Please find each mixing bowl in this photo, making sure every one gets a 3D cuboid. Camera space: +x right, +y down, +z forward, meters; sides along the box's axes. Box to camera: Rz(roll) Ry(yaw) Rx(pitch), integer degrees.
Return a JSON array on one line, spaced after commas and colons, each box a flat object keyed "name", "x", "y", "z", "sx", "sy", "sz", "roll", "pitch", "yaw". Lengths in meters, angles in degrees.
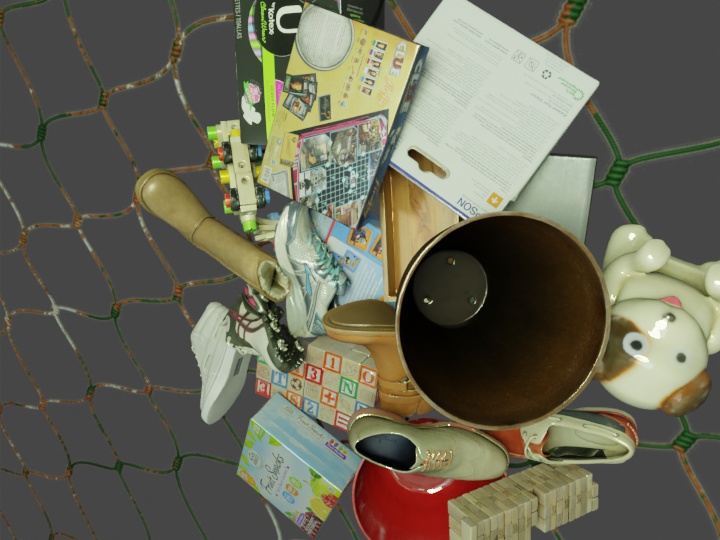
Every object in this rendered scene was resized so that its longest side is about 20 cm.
[{"name": "mixing bowl", "x": 0.089, "y": 0.277, "z": 0.771, "sx": 0.199, "sy": 0.108, "sz": 0.201, "roll": 0, "pitch": 100, "yaw": 1}]

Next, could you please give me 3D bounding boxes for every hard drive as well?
[{"name": "hard drive", "x": 0.195, "y": -0.039, "z": 0.684, "sx": 0.139, "sy": 0.033, "sz": 0.201, "roll": 9, "pitch": 109, "yaw": 24}]

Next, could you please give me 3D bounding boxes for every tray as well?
[{"name": "tray", "x": 0.076, "y": -0.063, "z": 0.702, "sx": 0.098, "sy": 0.037, "sz": 0.201, "roll": 0, "pitch": 97, "yaw": 23}]

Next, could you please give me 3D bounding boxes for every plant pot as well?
[{"name": "plant pot", "x": 0.114, "y": 0.033, "z": 0.578, "sx": 0.186, "sy": 0.200, "sz": 0.188, "roll": -1, "pitch": 97, "yaw": -4}]

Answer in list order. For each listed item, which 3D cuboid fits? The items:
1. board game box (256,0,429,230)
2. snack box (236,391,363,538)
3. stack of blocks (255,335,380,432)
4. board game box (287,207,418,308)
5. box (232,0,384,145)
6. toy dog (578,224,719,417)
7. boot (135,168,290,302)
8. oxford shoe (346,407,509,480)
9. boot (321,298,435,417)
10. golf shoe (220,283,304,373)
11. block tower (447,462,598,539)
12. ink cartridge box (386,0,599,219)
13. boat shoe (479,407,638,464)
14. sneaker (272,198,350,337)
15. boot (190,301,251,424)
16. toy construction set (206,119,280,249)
[{"name": "board game box", "x": -0.025, "y": -0.162, "z": 0.616, "sx": 0.135, "sy": 0.035, "sz": 0.201, "roll": 27, "pitch": 114, "yaw": 15}, {"name": "snack box", "x": -0.100, "y": 0.305, "z": 0.884, "sx": 0.168, "sy": 0.068, "sz": 0.200, "roll": 35, "pitch": 136, "yaw": 12}, {"name": "stack of blocks", "x": -0.057, "y": 0.155, "z": 0.854, "sx": 0.199, "sy": 0.059, "sz": 0.116, "roll": 16, "pitch": 112, "yaw": 22}, {"name": "board game box", "x": 0.000, "y": 0.000, "z": 0.792, "sx": 0.200, "sy": 0.037, "sz": 0.152, "roll": 32, "pitch": 117, "yaw": 16}, {"name": "box", "x": -0.059, "y": -0.255, "z": 0.695, "sx": 0.148, "sy": 0.124, "sz": 0.201, "roll": 7, "pitch": 107, "yaw": 25}, {"name": "toy dog", "x": 0.281, "y": 0.058, "z": 0.572, "sx": 0.139, "sy": 0.200, "sz": 0.194, "roll": 35, "pitch": 117, "yaw": 14}, {"name": "boot", "x": -0.200, "y": -0.051, "z": 0.803, "sx": 0.200, "sy": 0.175, "sz": 0.066, "roll": 33, "pitch": 82, "yaw": 30}, {"name": "oxford shoe", "x": 0.080, "y": 0.217, "z": 0.668, "sx": 0.199, "sy": 0.074, "sz": 0.071, "roll": 10, "pitch": 98, "yaw": -1}, {"name": "boot", "x": 0.037, "y": 0.119, "z": 0.745, "sx": 0.077, "sy": 0.199, "sz": 0.156, "roll": -126, "pitch": 42, "yaw": -53}, {"name": "golf shoe", "x": -0.142, "y": 0.097, "z": 0.815, "sx": 0.088, "sy": 0.200, "sz": 0.077, "roll": -43, "pitch": 123, "yaw": 1}, {"name": "block tower", "x": 0.195, "y": 0.284, "z": 0.689, "sx": 0.058, "sy": 0.199, "sz": 0.054, "roll": 15, "pitch": 112, "yaw": 60}, {"name": "ink cartridge box", "x": 0.119, "y": -0.173, "z": 0.633, "sx": 0.199, "sy": 0.041, "sz": 0.200, "roll": 38, "pitch": 92, "yaw": 12}, {"name": "boat shoe", "x": 0.240, "y": 0.211, "z": 0.719, "sx": 0.199, "sy": 0.063, "sz": 0.072, "roll": -9, "pitch": 103, "yaw": 30}, {"name": "sneaker", "x": -0.055, "y": -0.003, "z": 0.763, "sx": 0.086, "sy": 0.078, "sz": 0.201, "roll": 3, "pitch": 117, "yaw": 22}, {"name": "boot", "x": -0.240, "y": 0.150, "z": 0.947, "sx": 0.095, "sy": 0.073, "sz": 0.201, "roll": 31, "pitch": 108, "yaw": 22}, {"name": "toy construction set", "x": -0.155, "y": -0.120, "z": 0.781, "sx": 0.201, "sy": 0.092, "sz": 0.131, "roll": 66, "pitch": 164, "yaw": 4}]
